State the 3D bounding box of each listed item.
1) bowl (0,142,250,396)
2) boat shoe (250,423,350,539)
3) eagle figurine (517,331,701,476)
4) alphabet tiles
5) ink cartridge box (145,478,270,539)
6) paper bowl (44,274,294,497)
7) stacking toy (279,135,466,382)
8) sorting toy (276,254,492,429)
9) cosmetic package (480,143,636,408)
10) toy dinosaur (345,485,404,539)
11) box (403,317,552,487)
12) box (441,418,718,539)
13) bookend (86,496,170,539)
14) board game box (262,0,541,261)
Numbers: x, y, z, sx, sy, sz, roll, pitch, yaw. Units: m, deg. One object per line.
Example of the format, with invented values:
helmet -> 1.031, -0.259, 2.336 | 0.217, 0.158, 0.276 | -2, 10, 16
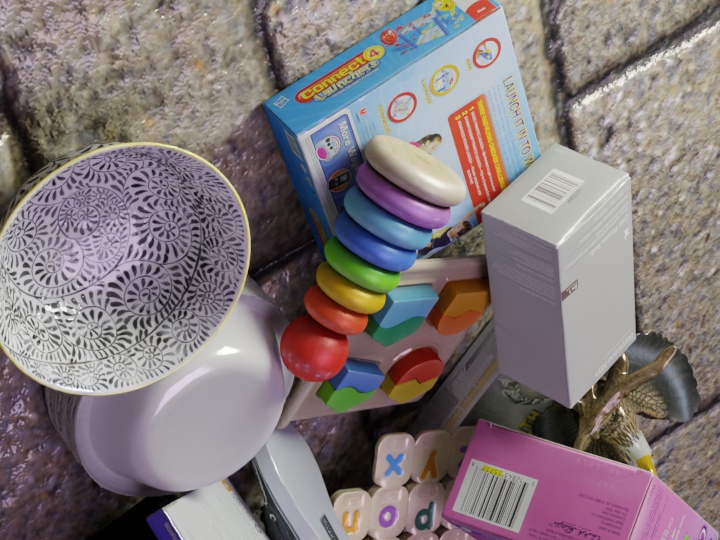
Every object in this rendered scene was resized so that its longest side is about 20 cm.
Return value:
bowl -> -0.190, -0.018, 1.448 | 0.200, 0.094, 0.201 | -14, 121, -24
boat shoe -> -0.056, 0.218, 1.718 | 0.056, 0.201, 0.069 | -24, -176, 26
eagle figurine -> 0.232, 0.132, 1.835 | 0.151, 0.152, 0.200 | -5, 173, 13
alphabet tiles -> 0.053, 0.237, 1.807 | 0.199, 0.015, 0.196 | -3, 106, -33
ink cartridge box -> -0.095, 0.267, 1.612 | 0.043, 0.198, 0.200 | -35, 176, 9
paper bowl -> -0.141, 0.094, 1.579 | 0.200, 0.104, 0.201 | -22, 134, -24
stacking toy -> 0.000, 0.000, 1.535 | 0.085, 0.085, 0.200 | 15, 109, -44
sorting toy -> 0.036, 0.061, 1.688 | 0.200, 0.037, 0.185 | -10, 142, -46
cosmetic package -> 0.170, 0.006, 1.674 | 0.107, 0.090, 0.200 | -44, 141, -28
toy dinosaur -> -0.036, 0.263, 1.825 | 0.199, 0.102, 0.136 | 2, 109, -14
box -> 0.138, 0.135, 1.869 | 0.158, 0.048, 0.200 | 28, 103, -47
box -> 0.199, 0.228, 1.777 | 0.200, 0.175, 0.097 | 39, 70, -56
bookend -> -0.132, 0.322, 1.653 | 0.092, 0.199, 0.200 | -36, 124, 11
board game box -> 0.041, -0.102, 1.598 | 0.196, 0.056, 0.200 | -33, 137, -13
